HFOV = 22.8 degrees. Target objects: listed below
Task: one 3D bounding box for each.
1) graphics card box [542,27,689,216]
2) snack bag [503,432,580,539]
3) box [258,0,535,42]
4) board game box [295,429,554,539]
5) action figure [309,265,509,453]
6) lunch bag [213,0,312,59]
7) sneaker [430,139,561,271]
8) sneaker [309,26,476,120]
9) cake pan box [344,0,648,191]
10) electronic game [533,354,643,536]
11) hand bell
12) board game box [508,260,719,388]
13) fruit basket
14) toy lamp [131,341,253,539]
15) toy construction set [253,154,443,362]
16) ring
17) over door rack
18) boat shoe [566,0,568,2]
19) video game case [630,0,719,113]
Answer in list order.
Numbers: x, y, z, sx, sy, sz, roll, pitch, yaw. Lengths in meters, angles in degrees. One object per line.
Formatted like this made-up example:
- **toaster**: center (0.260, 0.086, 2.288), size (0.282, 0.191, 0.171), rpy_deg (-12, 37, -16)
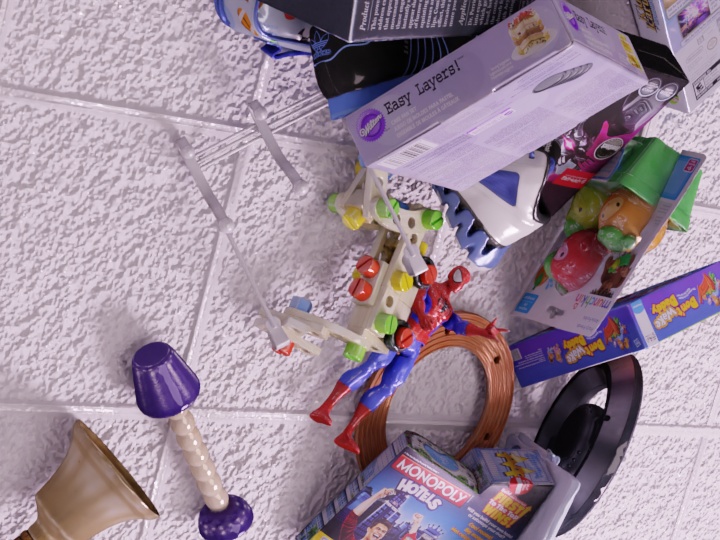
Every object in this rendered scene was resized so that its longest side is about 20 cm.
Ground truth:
- **graphics card box**: center (0.187, -0.134, 1.620), size (0.125, 0.051, 0.200), rpy_deg (11, 134, -42)
- **snack bag**: center (0.145, 0.259, 1.727), size (0.021, 0.200, 0.189), rpy_deg (26, 90, -15)
- **box**: center (0.029, -0.245, 1.335), size (0.200, 0.148, 0.107), rpy_deg (-8, 117, -39)
- **board game box**: center (0.073, 0.228, 1.683), size (0.200, 0.062, 0.200), rpy_deg (37, 105, -30)
- **action figure**: center (0.051, 0.076, 1.608), size (0.065, 0.099, 0.200), rpy_deg (48, 69, -30)
- **lunch bag**: center (-0.026, -0.247, 1.443), size (0.200, 0.076, 0.161), rpy_deg (5, 107, -42)
- **sneaker**: center (0.108, -0.108, 1.552), size (0.115, 0.081, 0.200), rpy_deg (-27, 107, 19)
- **sneaker**: center (0.036, -0.180, 1.437), size (0.200, 0.070, 0.078), rpy_deg (-24, 98, -49)
- **cake pan box**: center (0.108, -0.131, 1.397), size (0.200, 0.052, 0.184), rpy_deg (-30, 162, 23)
- **electronic game**: center (0.219, 0.170, 1.755), size (0.042, 0.200, 0.200), rpy_deg (26, 90, -12)
- **hand bell**: center (-0.271, 0.224, 1.434), size (0.200, 0.104, 0.104), rpy_deg (-40, 130, -6)
- **board game box**: center (0.252, 0.053, 1.723), size (0.134, 0.200, 0.045), rpy_deg (-22, 88, -32)
- **fruit basket**: center (0.225, -0.036, 1.683), size (0.094, 0.185, 0.200), rpy_deg (40, 83, -18)
- **toy lamp**: center (-0.146, 0.146, 1.516), size (0.058, 0.058, 0.200), rpy_deg (-35, 128, -25)
- **toy construction set**: center (0.000, 0.000, 1.553), size (0.131, 0.092, 0.200), rpy_deg (38, 82, -45)
- **ring**: center (0.070, 0.133, 1.720), size (0.200, 0.019, 0.201), rpy_deg (-17, 119, -34)
- **over door rack**: center (-0.043, -0.048, 1.457), size (0.148, 0.067, 0.200), rpy_deg (-27, 106, -7)
- **boat shoe**: center (0.166, -0.219, 1.619), size (0.200, 0.076, 0.074), rpy_deg (1, 103, -42)
- **video game case**: center (0.355, -0.288, 1.770), size (0.200, 0.045, 0.181), rpy_deg (-41, 131, -21)
